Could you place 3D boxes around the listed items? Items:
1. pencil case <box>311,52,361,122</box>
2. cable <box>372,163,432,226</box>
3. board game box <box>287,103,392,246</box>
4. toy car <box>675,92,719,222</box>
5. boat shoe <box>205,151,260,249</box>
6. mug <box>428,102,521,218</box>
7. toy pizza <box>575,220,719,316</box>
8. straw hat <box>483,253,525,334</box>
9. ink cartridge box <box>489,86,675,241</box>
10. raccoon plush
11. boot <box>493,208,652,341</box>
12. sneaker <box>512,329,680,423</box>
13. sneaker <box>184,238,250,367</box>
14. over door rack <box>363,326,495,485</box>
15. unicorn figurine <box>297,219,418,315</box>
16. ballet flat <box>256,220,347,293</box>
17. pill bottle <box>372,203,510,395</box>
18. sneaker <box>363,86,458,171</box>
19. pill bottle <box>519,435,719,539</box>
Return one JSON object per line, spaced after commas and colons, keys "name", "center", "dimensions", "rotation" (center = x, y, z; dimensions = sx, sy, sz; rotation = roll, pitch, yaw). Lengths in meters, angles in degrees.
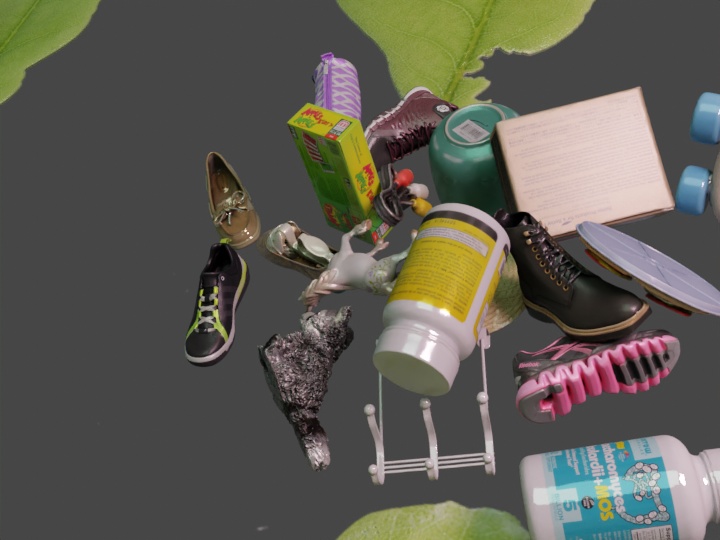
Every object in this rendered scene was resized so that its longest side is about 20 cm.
{"name": "pencil case", "center": [-0.041, -0.278, 1.444], "dimensions": [0.082, 0.086, 0.202], "rotation": [-12, 47, 8]}
{"name": "cable", "center": [0.053, -0.111, 1.182], "dimensions": [0.050, 0.200, 0.098], "rotation": [-32, 87, 14]}
{"name": "board game box", "center": [-0.025, -0.133, 1.224], "dimensions": [0.101, 0.201, 0.048], "rotation": [25, 60, 36]}
{"name": "toy car", "center": [0.524, -0.147, 1.091], "dimensions": [0.182, 0.180, 0.199], "rotation": [17, 28, 28]}
{"name": "boat shoe", "center": [-0.213, -0.111, 1.372], "dimensions": [0.072, 0.063, 0.201], "rotation": [-26, 46, -5]}
{"name": "mug", "center": [0.188, -0.168, 1.235], "dimensions": [0.182, 0.115, 0.154], "rotation": [-4, 48, 18]}
{"name": "toy pizza", "center": [0.336, 0.004, 1.005], "dimensions": [0.200, 0.198, 0.032], "rotation": [44, 115, 42]}
{"name": "straw hat", "center": [0.132, -0.015, 1.138], "dimensions": [0.198, 0.086, 0.203], "rotation": [-10, 46, 11]}
{"name": "ink cartridge box", "center": [0.285, -0.130, 1.125], "dimensions": [0.197, 0.075, 0.168], "rotation": [-13, 84, -1]}
{"name": "raccoon plush", "center": [-0.042, 0.141, 1.090], "dimensions": [0.132, 0.097, 0.202], "rotation": [-20, 73, -17]}
{"name": "boot", "center": [0.233, -0.001, 0.999], "dimensions": [0.077, 0.140, 0.199], "rotation": [-37, 21, -21]}
{"name": "sneaker", "center": [0.266, 0.101, 0.998], "dimensions": [0.197, 0.080, 0.096], "rotation": [-17, 34, 3]}
{"name": "sneaker", "center": [-0.215, 0.040, 1.221], "dimensions": [0.070, 0.083, 0.202], "rotation": [-6, 48, 16]}
{"name": "over door rack", "center": [0.082, 0.149, 1.021], "dimensions": [0.145, 0.067, 0.202], "rotation": [-8, 47, 13]}
{"name": "unicorn figurine", "center": [0.000, 0.000, 1.132], "dimensions": [0.199, 0.074, 0.138], "rotation": [-3, 39, 53]}
{"name": "ballet flat", "center": [-0.086, -0.034, 1.251], "dimensions": [0.198, 0.068, 0.068], "rotation": [24, 61, 36]}
{"name": "pill bottle", "center": [0.093, 0.033, 0.997], "dimensions": [0.113, 0.115, 0.202], "rotation": [10, 59, 28]}
{"name": "sneaker", "center": [0.084, -0.211, 1.345], "dimensions": [0.114, 0.076, 0.200], "rotation": [24, 60, 32]}
{"name": "pill bottle", "center": [0.263, 0.226, 0.851], "dimensions": [0.197, 0.112, 0.112], "rotation": [-12, 46, 10]}
